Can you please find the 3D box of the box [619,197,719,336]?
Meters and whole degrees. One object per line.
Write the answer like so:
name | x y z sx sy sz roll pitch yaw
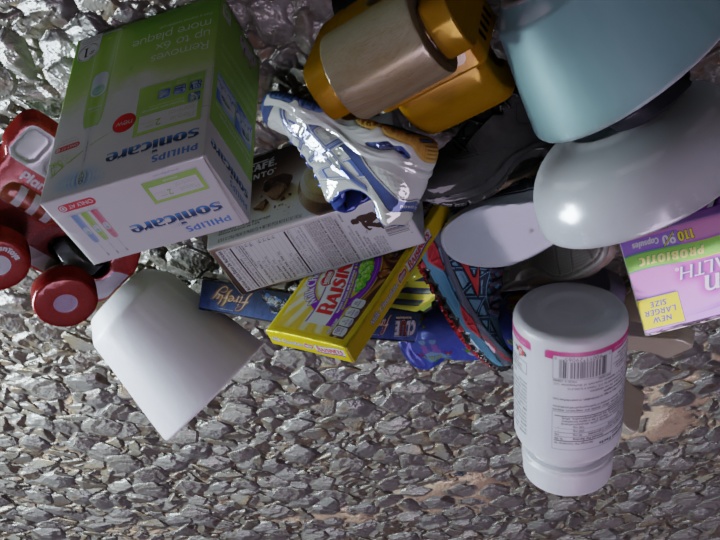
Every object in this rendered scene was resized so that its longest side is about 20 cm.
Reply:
box | 0.341 -0.035 0.963 0.175 0.200 0.097 -15 104 17

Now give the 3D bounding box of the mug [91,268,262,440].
mug | -0.222 0.089 1.121 0.153 0.149 0.186 45 140 -4

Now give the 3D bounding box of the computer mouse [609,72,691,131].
computer mouse | 0.256 -0.178 0.825 0.058 0.200 0.034 -9 120 51

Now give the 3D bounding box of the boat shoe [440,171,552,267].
boat shoe | 0.178 -0.067 1.001 0.199 0.091 0.071 -18 115 19

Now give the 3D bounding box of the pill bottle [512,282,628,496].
pill bottle | 0.213 0.124 1.028 0.113 0.114 0.201 -4 120 2

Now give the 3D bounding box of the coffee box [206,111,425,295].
coffee box | -0.044 -0.064 0.988 0.199 0.114 0.080 -16 138 17

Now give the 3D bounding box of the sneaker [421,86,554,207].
sneaker | 0.126 -0.132 0.929 0.199 0.076 0.091 -29 129 -8

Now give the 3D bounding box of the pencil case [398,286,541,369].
pencil case | 0.141 0.070 1.152 0.199 0.078 0.087 -10 137 40

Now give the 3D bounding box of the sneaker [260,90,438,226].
sneaker | -0.025 -0.100 0.890 0.075 0.200 0.089 3 109 -48

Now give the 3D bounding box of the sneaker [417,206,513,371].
sneaker | 0.120 0.008 1.046 0.095 0.201 0.079 -30 180 2

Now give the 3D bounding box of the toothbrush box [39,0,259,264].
toothbrush box | -0.169 -0.121 0.842 0.145 0.201 0.086 -13 141 15

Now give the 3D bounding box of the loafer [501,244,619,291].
loafer | 0.209 -0.018 1.072 0.063 0.072 0.200 3 169 -31

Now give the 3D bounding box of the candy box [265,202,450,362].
candy box | 0.000 0.000 0.983 0.102 0.200 0.026 7 140 38

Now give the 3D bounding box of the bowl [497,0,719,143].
bowl | 0.185 -0.206 0.780 0.200 0.201 0.105 -31 113 32

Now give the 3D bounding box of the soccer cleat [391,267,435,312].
soccer cleat | 0.028 0.017 1.135 0.200 0.065 0.084 -33 124 31

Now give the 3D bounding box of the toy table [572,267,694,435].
toy table | 0.282 0.082 1.149 0.117 0.185 0.200 22 167 -10

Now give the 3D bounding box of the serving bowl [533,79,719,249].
serving bowl | 0.228 -0.102 0.838 0.199 0.200 0.066 -24 110 25

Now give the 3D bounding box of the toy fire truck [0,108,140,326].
toy fire truck | -0.300 -0.052 1.010 0.168 0.112 0.200 -42 130 16

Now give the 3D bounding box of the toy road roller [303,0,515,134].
toy road roller | 0.054 -0.167 0.796 0.122 0.200 0.146 -24 117 27

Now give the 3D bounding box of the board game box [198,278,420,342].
board game box | -0.053 0.043 1.078 0.199 0.035 0.135 8 179 28
